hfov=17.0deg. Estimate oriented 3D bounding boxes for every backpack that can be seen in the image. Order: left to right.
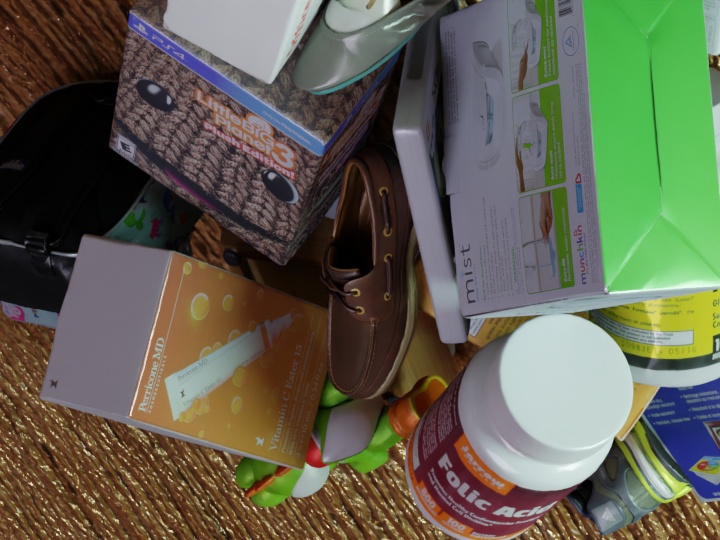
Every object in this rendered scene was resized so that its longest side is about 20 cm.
[{"bbox_3d":[-0.210,-0.051,1.870,0.176,0.201,0.151,9,143,28],"label":"backpack"}]

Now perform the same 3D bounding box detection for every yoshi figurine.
[{"bbox_3d":[-0.019,0.116,1.891,0.112,0.113,0.200,9,147,-42],"label":"yoshi figurine"}]

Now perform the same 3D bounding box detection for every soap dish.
[{"bbox_3d":[-0.019,0.022,1.906,0.156,0.081,0.201,9,138,31],"label":"soap dish"}]

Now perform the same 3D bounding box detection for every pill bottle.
[{"bbox_3d":[0.110,0.109,1.661,0.114,0.114,0.200,33,153,0],"label":"pill bottle"},{"bbox_3d":[0.208,-0.032,1.615,0.112,0.112,0.201,12,124,27],"label":"pill bottle"}]

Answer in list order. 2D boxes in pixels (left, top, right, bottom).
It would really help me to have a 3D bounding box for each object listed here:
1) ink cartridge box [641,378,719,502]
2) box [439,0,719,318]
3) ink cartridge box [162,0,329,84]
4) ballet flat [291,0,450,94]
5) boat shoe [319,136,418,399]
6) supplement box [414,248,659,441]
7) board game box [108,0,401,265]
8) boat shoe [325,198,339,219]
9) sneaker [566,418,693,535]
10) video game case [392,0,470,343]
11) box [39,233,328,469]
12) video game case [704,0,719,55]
[{"bbox_3d":[0.284,0.081,1.773,0.197,0.047,0.200,-12,121,46],"label":"ink cartridge box"},{"bbox_3d":[0.133,-0.077,1.507,0.096,0.202,0.176,-2,174,-27],"label":"box"},{"bbox_3d":[-0.032,-0.238,1.504,0.084,0.200,0.145,29,145,5],"label":"ink cartridge box"},{"bbox_3d":[0.032,-0.188,1.511,0.064,0.199,0.068,56,-178,-41],"label":"ballet flat"},{"bbox_3d":[0.000,0.000,1.709,0.072,0.067,0.201,31,121,40],"label":"boat shoe"},{"bbox_3d":[0.127,0.040,1.749,0.199,0.067,0.069,32,104,6],"label":"supplement box"},{"bbox_3d":[-0.077,-0.120,1.656,0.159,0.097,0.200,34,155,6],"label":"board game box"},{"bbox_3d":[-0.057,-0.102,1.809,0.199,0.057,0.069,27,143,9],"label":"boat shoe"},{"bbox_3d":[0.186,0.144,1.831,0.074,0.081,0.200,53,-179,-9],"label":"sneaker"},{"bbox_3d":[0.058,-0.084,1.638,0.023,0.183,0.201,-2,135,12],"label":"video game case"},{"bbox_3d":[-0.122,0.062,1.776,0.097,0.125,0.199,9,172,40],"label":"box"},{"bbox_3d":[0.147,-0.237,1.520,0.199,0.023,0.183,22,143,18],"label":"video game case"}]
